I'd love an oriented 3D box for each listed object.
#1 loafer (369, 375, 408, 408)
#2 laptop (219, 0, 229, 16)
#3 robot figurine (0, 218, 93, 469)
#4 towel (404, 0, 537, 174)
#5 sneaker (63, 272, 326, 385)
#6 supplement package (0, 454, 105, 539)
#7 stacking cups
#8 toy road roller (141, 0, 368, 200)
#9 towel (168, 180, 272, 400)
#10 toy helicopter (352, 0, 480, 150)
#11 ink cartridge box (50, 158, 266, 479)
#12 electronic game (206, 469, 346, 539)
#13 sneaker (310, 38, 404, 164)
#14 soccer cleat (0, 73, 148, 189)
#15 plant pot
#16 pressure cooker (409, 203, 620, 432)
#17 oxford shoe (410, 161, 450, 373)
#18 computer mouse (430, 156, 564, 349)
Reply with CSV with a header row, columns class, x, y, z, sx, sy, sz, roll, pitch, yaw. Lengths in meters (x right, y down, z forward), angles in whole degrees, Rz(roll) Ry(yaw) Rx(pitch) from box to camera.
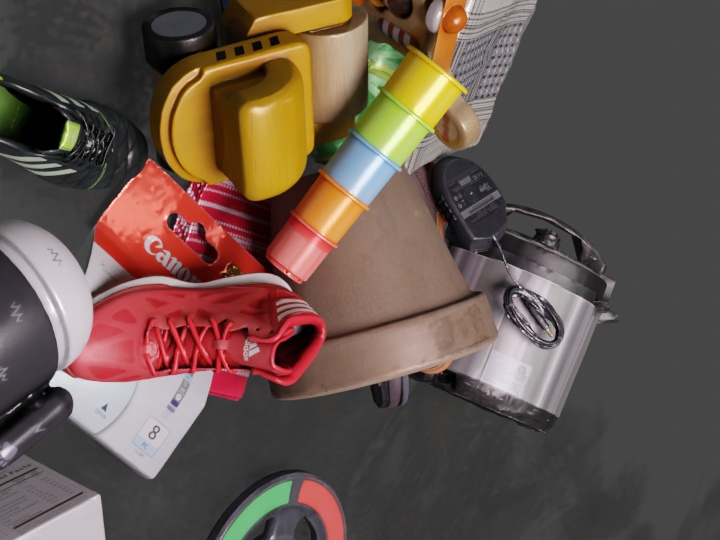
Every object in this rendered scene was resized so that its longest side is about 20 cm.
class,x,y,z,sx,sy,sz,roll,pitch,yaw
loafer,-0.003,0.041,1.446,0.063,0.072,0.201,-19,115,-18
laptop,-0.022,-0.282,1.253,0.187,0.200,0.116,-37,96,-35
robot figurine,-0.279,0.047,1.072,0.200,0.124,0.151,-37,133,-35
towel,0.106,-0.184,1.422,0.200,0.034,0.194,-29,142,-63
sneaker,-0.118,0.048,1.160,0.199,0.115,0.079,-16,109,-26
supplement package,-0.277,0.266,1.166,0.155,0.110,0.202,-25,122,-42
stacking cups,0.003,-0.077,1.219,0.201,0.060,0.060,-54,141,6
toy road roller,-0.066,-0.130,1.196,0.199,0.146,0.124,-19,129,-23
towel,-0.116,0.007,1.324,0.144,0.022,0.201,21,88,-52
toy helicopter,0.055,-0.189,1.278,0.079,0.132,0.201,-39,116,-28
ink cartridge box,-0.166,0.040,1.231,0.201,0.047,0.160,-54,128,-13
electronic game,-0.084,0.282,1.453,0.199,0.041,0.202,-21,119,-43
sneaker,0.007,-0.173,1.370,0.084,0.074,0.201,49,62,-30
soccer cleat,-0.218,-0.096,1.117,0.199,0.081,0.068,18,91,-51
plant pot,0.000,0.000,1.311,0.199,0.199,0.176,-17,94,-45
pressure cooker,0.147,0.039,1.521,0.175,0.178,0.201,25,86,-48
oxford shoe,0.045,-0.005,1.437,0.072,0.071,0.202,5,76,-60
computer mouse,0.123,-0.014,1.428,0.058,0.034,0.201,-28,88,-32
